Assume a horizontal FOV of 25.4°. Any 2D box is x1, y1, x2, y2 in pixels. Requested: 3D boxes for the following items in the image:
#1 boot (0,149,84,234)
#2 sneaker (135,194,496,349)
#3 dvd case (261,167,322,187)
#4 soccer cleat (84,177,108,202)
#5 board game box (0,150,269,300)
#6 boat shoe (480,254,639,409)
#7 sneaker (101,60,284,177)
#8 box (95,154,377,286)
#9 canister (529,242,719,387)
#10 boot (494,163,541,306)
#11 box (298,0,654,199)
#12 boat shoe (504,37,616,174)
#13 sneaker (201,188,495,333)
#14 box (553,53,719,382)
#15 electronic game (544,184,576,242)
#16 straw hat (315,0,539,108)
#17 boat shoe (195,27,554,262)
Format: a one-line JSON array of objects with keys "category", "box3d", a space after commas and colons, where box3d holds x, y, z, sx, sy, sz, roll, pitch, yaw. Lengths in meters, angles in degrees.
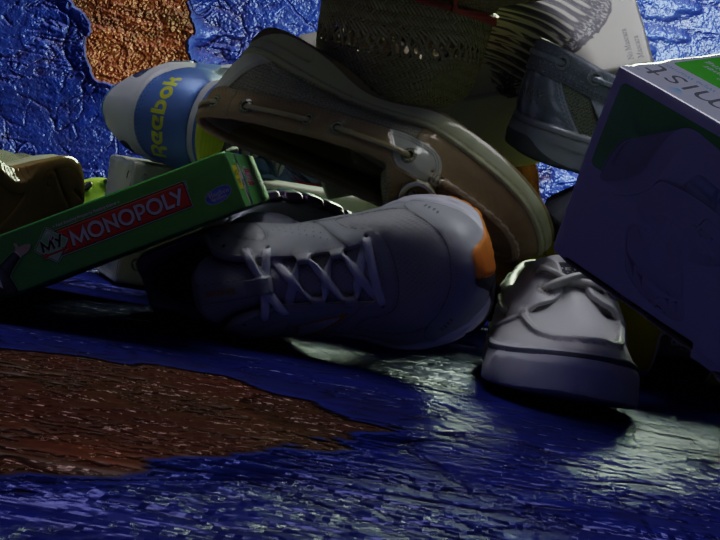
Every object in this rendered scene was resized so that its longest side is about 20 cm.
[{"category": "boot", "box3d": [-0.263, -0.041, 0.882, 0.154, 0.072, 0.200, 7, 7, 18]}, {"category": "sneaker", "box3d": [-0.027, 0.007, 0.764, 0.200, 0.076, 0.092, -5, 4, 44]}, {"category": "dvd case", "box3d": [-0.030, -0.037, 1.176, 0.200, 0.022, 0.146, 10, -38, 19]}, {"category": "soccer cleat", "box3d": [-0.188, -0.032, 1.227, 0.084, 0.065, 0.200, -21, -5, 22]}, {"category": "board game box", "box3d": [-0.116, -0.022, 0.788, 0.134, 0.029, 0.200, -22, 3, 0]}, {"category": "boat shoe", "box3d": [0.100, 0.025, 0.790, 0.072, 0.066, 0.200, 10, 3, 2]}, {"category": "sneaker", "box3d": [-0.092, -0.098, 0.995, 0.082, 0.074, 0.200, 9, 4, 15]}, {"category": "box", "box3d": [-0.065, -0.021, 1.043, 0.200, 0.078, 0.095, 9, 3, -18]}, {"category": "canister", "box3d": [0.207, 0.026, 0.954, 0.200, 0.087, 0.149, 8, 5, -5]}, {"category": "boot", "box3d": [0.123, -0.038, 1.042, 0.188, 0.069, 0.200, 18, -29, 29]}, {"category": "box", "box3d": [0.068, -0.107, 0.934, 0.200, 0.082, 0.068, -10, -38, 3]}, {"category": "boat shoe", "box3d": [0.180, -0.078, 0.869, 0.202, 0.065, 0.074, 9, 16, -11]}, {"category": "sneaker", "box3d": [0.000, 0.000, 0.938, 0.200, 0.075, 0.087, 8, 8, -43]}, {"category": "box", "box3d": [0.216, -0.009, 0.672, 0.176, 0.097, 0.200, -11, 39, -43]}, {"category": "electronic game", "box3d": [0.192, -0.008, 0.833, 0.200, 0.042, 0.200, 11, 15, -3]}, {"category": "straw hat", "box3d": [0.023, -0.131, 0.859, 0.201, 0.085, 0.201, 11, 10, -2]}, {"category": "boat shoe", "box3d": [0.006, -0.053, 0.813, 0.201, 0.063, 0.073, 34, -19, 21]}]
